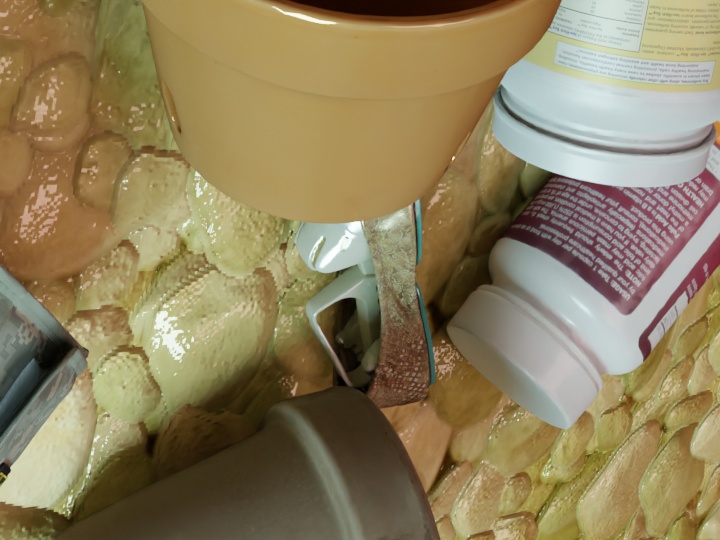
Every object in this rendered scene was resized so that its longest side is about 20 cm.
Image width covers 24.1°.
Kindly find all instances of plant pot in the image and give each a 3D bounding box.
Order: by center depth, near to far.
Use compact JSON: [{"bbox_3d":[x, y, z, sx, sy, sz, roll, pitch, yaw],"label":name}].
[{"bbox_3d":[-0.012,-0.117,0.747,0.199,0.200,0.141,-28,147,-32],"label":"plant pot"},{"bbox_3d":[-0.065,0.175,0.876,0.173,0.200,0.202,-12,123,-21],"label":"plant pot"}]

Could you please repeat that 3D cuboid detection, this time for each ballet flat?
[{"bbox_3d":[0.000,0.000,0.914,0.065,0.071,0.201,-21,125,-18],"label":"ballet flat"}]

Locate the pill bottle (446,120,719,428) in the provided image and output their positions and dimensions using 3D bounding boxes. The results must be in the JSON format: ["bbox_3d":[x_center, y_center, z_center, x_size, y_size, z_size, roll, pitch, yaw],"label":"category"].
[{"bbox_3d":[0.150,-0.011,1.020,0.200,0.114,0.114,-49,139,-11],"label":"pill bottle"}]

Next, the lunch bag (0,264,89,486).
[{"bbox_3d":[-0.208,0.058,0.698,0.164,0.117,0.200,-52,146,-11],"label":"lunch bag"}]

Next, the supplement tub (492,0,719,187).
[{"bbox_3d":[0.145,-0.161,0.900,0.145,0.145,0.201,-15,123,-39],"label":"supplement tub"}]
